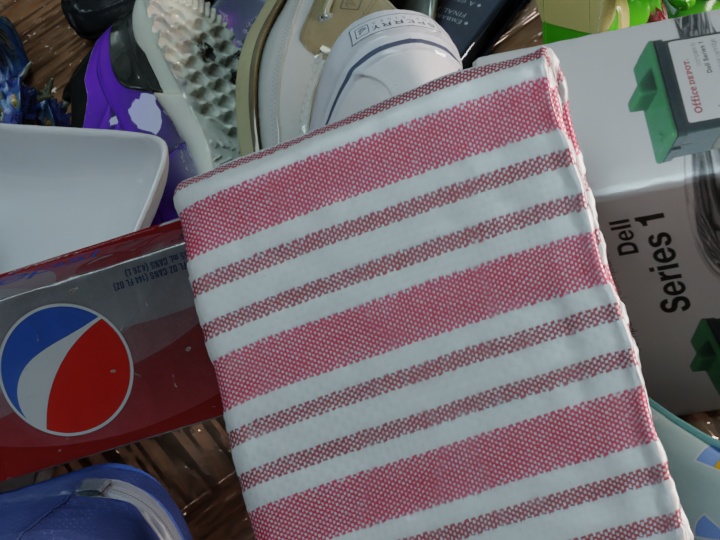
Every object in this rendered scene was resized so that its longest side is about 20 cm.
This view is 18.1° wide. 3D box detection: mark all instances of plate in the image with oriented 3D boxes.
[{"bbox_3d":[-0.178,0.032,0.962,0.199,0.032,0.200,7,71,39],"label":"plate"}]

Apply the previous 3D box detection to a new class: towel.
[{"bbox_3d":[0.025,0.041,0.754,0.146,0.030,0.201,-18,80,18],"label":"towel"}]

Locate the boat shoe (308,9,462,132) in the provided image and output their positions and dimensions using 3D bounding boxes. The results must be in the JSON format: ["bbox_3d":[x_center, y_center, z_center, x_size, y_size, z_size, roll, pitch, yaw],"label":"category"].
[{"bbox_3d":[0.000,0.000,0.845,0.073,0.200,0.067,-5,44,-12],"label":"boat shoe"}]

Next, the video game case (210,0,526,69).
[{"bbox_3d":[-0.005,-0.115,1.056,0.143,0.019,0.200,21,64,33],"label":"video game case"}]

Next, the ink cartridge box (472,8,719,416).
[{"bbox_3d":[0.152,-0.023,0.836,0.199,0.146,0.085,-11,50,14],"label":"ink cartridge box"}]

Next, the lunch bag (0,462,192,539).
[{"bbox_3d":[-0.134,0.151,0.802,0.199,0.136,0.132,-15,8,8],"label":"lunch bag"}]

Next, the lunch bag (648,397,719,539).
[{"bbox_3d":[0.090,0.136,0.779,0.160,0.077,0.200,-47,49,-10],"label":"lunch bag"}]

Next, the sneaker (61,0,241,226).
[{"bbox_3d":[-0.085,-0.021,0.985,0.099,0.069,0.201,-33,58,29],"label":"sneaker"}]

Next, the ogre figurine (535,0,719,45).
[{"bbox_3d":[0.101,-0.093,0.908,0.098,0.200,0.120,41,43,23],"label":"ogre figurine"}]

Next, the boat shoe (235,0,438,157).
[{"bbox_3d":[-0.005,-0.091,0.975,0.068,0.075,0.201,-11,49,21],"label":"boat shoe"}]

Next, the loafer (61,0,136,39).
[{"bbox_3d":[-0.068,-0.187,1.085,0.200,0.070,0.068,-35,30,8],"label":"loafer"}]

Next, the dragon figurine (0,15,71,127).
[{"bbox_3d":[-0.198,-0.115,1.103,0.099,0.059,0.200,-21,49,4],"label":"dragon figurine"}]

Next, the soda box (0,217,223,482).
[{"bbox_3d":[-0.136,0.040,0.847,0.199,0.070,0.063,-17,11,8],"label":"soda box"}]
